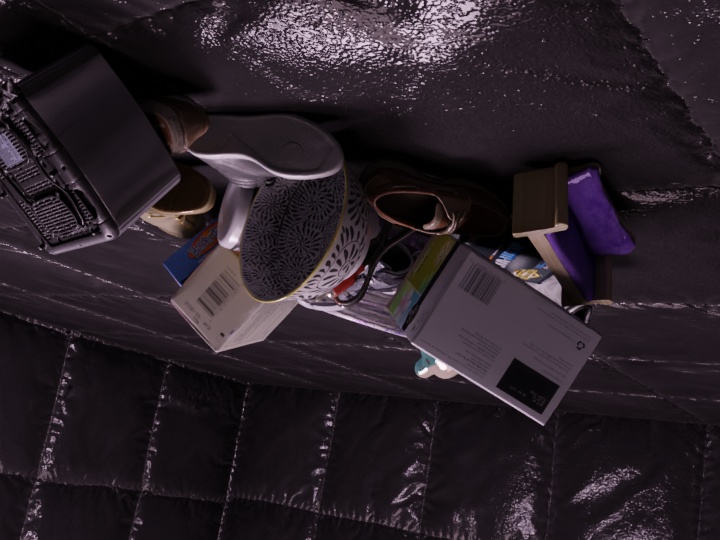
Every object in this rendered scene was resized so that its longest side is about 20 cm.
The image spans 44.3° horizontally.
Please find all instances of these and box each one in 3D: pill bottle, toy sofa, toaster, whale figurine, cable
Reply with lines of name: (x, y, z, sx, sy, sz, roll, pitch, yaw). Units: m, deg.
pill bottle: (-0.082, -0.063, 1.189, 0.198, 0.116, 0.114, 15, 165, -20)
toy sofa: (0.255, -0.037, 1.038, 0.097, 0.084, 0.200, -7, 149, 28)
toaster: (-0.308, -0.124, 0.935, 0.199, 0.119, 0.182, -8, 122, 49)
whale figurine: (0.145, 0.112, 1.481, 0.104, 0.159, 0.200, 53, 168, 0)
cable: (0.014, -0.025, 1.135, 0.199, 0.098, 0.050, -30, 170, -6)

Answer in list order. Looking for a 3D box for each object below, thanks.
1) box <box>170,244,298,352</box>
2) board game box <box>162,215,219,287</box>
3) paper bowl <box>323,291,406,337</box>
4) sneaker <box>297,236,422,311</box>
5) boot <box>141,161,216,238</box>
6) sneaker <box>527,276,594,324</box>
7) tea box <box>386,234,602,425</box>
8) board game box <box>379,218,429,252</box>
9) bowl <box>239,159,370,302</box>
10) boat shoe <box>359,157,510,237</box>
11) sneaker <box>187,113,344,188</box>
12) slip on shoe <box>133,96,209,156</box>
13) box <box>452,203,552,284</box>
box: (-0.177, 0.035, 1.354, 0.109, 0.128, 0.200, 45, -170, 9)
board game box: (-0.224, -0.021, 1.394, 0.045, 0.152, 0.200, 47, 169, 9)
paper bowl: (0.022, 0.041, 1.502, 0.198, 0.106, 0.201, 16, 178, 1)
sneaker: (0.000, 0.000, 1.311, 0.198, 0.076, 0.114, -11, 161, -11)
boot: (-0.259, -0.094, 1.270, 0.198, 0.074, 0.155, 4, 165, 28)
sneaker: (0.295, 0.047, 1.364, 0.075, 0.117, 0.200, 13, 166, -16)
tea box: (0.159, 0.063, 1.111, 0.199, 0.134, 0.197, 32, -176, -13)
board game box: (0.050, -0.040, 1.379, 0.199, 0.033, 0.120, 19, 159, -32)
bowl: (-0.049, -0.044, 1.052, 0.094, 0.203, 0.200, 23, 161, -36)
boat shoe: (0.092, -0.072, 1.072, 0.198, 0.072, 0.076, 13, 126, -16)
sneaker: (-0.097, -0.133, 1.028, 0.198, 0.071, 0.099, 10, 169, 23)
slip on shoe: (-0.252, -0.168, 1.003, 0.199, 0.077, 0.060, 7, -149, 42)
box: (0.208, -0.037, 1.234, 0.157, 0.047, 0.200, 10, 165, -3)
